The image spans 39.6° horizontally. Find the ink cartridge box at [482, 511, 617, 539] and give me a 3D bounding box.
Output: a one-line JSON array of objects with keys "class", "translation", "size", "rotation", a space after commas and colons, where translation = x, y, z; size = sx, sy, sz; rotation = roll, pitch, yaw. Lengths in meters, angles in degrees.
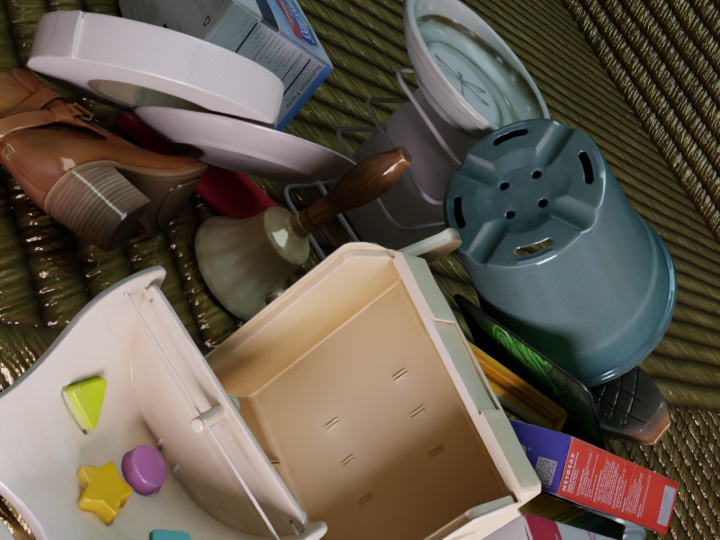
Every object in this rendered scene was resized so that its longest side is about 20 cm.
[{"class": "ink cartridge box", "translation": [0.140, 0.273, 0.793], "size": [0.198, 0.147, 0.087], "rotation": [26, 37, -39]}]

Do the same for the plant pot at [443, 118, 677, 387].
[{"class": "plant pot", "translation": [0.175, -0.022, 0.922], "size": [0.196, 0.198, 0.203], "rotation": [47, 20, -51]}]

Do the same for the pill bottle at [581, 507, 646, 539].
[{"class": "pill bottle", "translation": [0.256, 0.329, 0.944], "size": [0.112, 0.113, 0.203], "rotation": [21, 38, -44]}]

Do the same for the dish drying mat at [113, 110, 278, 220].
[{"class": "dish drying mat", "translation": [-0.144, -0.091, 0.948], "size": [0.200, 0.018, 0.077], "rotation": [43, 27, -18]}]

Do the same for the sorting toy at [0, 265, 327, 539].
[{"class": "sorting toy", "translation": [-0.148, 0.125, 0.592], "size": [0.202, 0.107, 0.179], "rotation": [56, 34, 8]}]

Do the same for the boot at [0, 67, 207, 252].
[{"class": "boot", "translation": [-0.215, -0.094, 0.795], "size": [0.155, 0.077, 0.200], "rotation": [40, 24, 2]}]

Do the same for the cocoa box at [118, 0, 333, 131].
[{"class": "cocoa box", "translation": [-0.136, -0.232, 0.984], "size": [0.130, 0.134, 0.202], "rotation": [25, 28, -41]}]

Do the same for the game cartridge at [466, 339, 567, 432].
[{"class": "game cartridge", "translation": [0.081, 0.078, 0.958], "size": [0.175, 0.033, 0.199], "rotation": [35, -3, -31]}]

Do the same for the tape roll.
[{"class": "tape roll", "translation": [-0.158, -0.151, 0.786], "size": [0.201, 0.200, 0.038], "rotation": [15, 87, -49]}]

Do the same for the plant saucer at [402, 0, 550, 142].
[{"class": "plant saucer", "translation": [0.105, -0.187, 0.986], "size": [0.198, 0.050, 0.202], "rotation": [31, 36, -26]}]

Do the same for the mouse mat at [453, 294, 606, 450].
[{"class": "mouse mat", "translation": [0.164, 0.106, 0.942], "size": [0.160, 0.008, 0.201], "rotation": [38, -13, 32]}]

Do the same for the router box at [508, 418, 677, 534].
[{"class": "router box", "translation": [0.157, 0.174, 0.914], "size": [0.178, 0.198, 0.050], "rotation": [26, 78, -39]}]

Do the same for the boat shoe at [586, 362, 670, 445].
[{"class": "boat shoe", "translation": [0.230, 0.127, 0.990], "size": [0.074, 0.075, 0.199], "rotation": [55, -15, -27]}]

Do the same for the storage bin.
[{"class": "storage bin", "translation": [-0.007, 0.119, 0.700], "size": [0.093, 0.198, 0.202], "rotation": [13, 45, -56]}]

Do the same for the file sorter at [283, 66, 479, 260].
[{"class": "file sorter", "translation": [0.034, -0.096, 1.039], "size": [0.124, 0.200, 0.140], "rotation": [-13, 66, -56]}]

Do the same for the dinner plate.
[{"class": "dinner plate", "translation": [-0.099, -0.102, 0.859], "size": [0.198, 0.198, 0.025], "rotation": [17, 85, -49]}]

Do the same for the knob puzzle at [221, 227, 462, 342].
[{"class": "knob puzzle", "translation": [0.000, 0.000, 0.827], "size": [0.219, 0.217, 0.031], "rotation": [-14, 79, -61]}]

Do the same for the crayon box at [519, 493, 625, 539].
[{"class": "crayon box", "translation": [0.127, 0.212, 0.877], "size": [0.198, 0.126, 0.052], "rotation": [26, 79, -41]}]

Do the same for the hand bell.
[{"class": "hand bell", "translation": [-0.038, -0.046, 0.842], "size": [0.104, 0.198, 0.106], "rotation": [36, 37, -33]}]
